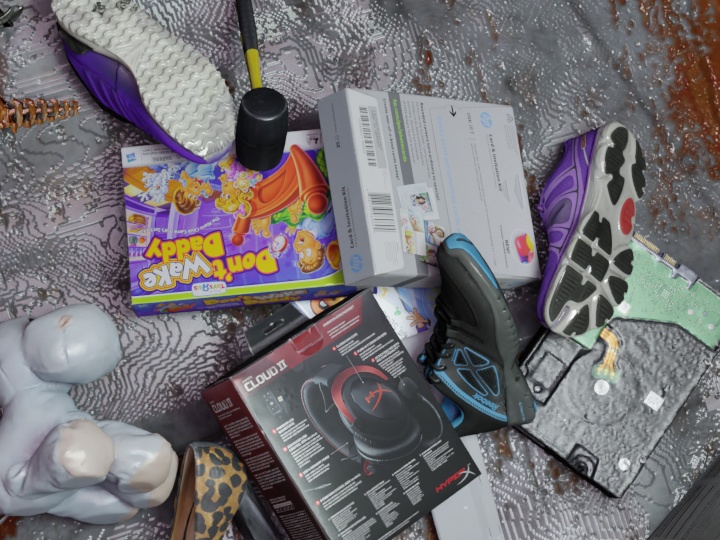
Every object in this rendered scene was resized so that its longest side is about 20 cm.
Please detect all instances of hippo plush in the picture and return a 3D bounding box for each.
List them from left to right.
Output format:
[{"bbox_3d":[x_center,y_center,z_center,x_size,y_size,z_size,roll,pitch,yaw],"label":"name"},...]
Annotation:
[{"bbox_3d":[-0.239,0.115,1.589,0.200,0.159,0.161,-21,65,30],"label":"hippo plush"}]

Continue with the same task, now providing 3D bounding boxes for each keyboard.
[{"bbox_3d":[0.073,0.148,1.661,0.056,0.011,0.200,-17,99,-11],"label":"keyboard"}]

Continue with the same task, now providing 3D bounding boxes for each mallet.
[{"bbox_3d":[-0.090,-0.165,1.629,0.041,0.066,0.200,-2,42,-10],"label":"mallet"}]

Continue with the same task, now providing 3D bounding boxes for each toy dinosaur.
[{"bbox_3d":[-0.335,-0.162,1.617,0.200,0.102,0.136,11,98,-26],"label":"toy dinosaur"}]

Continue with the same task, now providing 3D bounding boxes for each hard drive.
[{"bbox_3d":[0.220,0.076,1.698,0.140,0.038,0.200,35,81,-5],"label":"hard drive"}]

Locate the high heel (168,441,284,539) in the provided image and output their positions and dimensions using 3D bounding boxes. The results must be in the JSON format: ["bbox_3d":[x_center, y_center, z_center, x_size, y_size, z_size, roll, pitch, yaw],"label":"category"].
[{"bbox_3d":[-0.159,0.234,1.575,0.200,0.071,0.143,-45,130,-21],"label":"high heel"}]

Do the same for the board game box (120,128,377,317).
[{"bbox_3d":[-0.091,-0.040,1.616,0.200,0.045,0.135,-6,75,-1],"label":"board game box"}]

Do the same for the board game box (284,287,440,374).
[{"bbox_3d":[0.000,0.000,1.670,0.135,0.034,0.200,-43,92,-10],"label":"board game box"}]

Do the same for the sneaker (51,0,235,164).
[{"bbox_3d":[-0.174,-0.148,1.615,0.070,0.100,0.200,-35,68,-24],"label":"sneaker"}]

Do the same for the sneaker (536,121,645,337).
[{"bbox_3d":[0.185,-0.031,1.672,0.081,0.083,0.200,40,56,-35],"label":"sneaker"}]

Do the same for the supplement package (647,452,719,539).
[{"bbox_3d":[0.363,0.223,1.625,0.152,0.200,0.151,42,80,-4],"label":"supplement package"}]

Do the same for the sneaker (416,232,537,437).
[{"bbox_3d":[0.085,0.060,1.585,0.082,0.073,0.200,-19,126,-1],"label":"sneaker"}]

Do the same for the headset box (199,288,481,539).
[{"bbox_3d":[-0.021,0.121,1.581,0.149,0.075,0.200,-33,93,-27],"label":"headset box"}]

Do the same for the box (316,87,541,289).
[{"bbox_3d":[0.059,-0.065,1.622,0.200,0.041,0.156,0,76,-43],"label":"box"}]
